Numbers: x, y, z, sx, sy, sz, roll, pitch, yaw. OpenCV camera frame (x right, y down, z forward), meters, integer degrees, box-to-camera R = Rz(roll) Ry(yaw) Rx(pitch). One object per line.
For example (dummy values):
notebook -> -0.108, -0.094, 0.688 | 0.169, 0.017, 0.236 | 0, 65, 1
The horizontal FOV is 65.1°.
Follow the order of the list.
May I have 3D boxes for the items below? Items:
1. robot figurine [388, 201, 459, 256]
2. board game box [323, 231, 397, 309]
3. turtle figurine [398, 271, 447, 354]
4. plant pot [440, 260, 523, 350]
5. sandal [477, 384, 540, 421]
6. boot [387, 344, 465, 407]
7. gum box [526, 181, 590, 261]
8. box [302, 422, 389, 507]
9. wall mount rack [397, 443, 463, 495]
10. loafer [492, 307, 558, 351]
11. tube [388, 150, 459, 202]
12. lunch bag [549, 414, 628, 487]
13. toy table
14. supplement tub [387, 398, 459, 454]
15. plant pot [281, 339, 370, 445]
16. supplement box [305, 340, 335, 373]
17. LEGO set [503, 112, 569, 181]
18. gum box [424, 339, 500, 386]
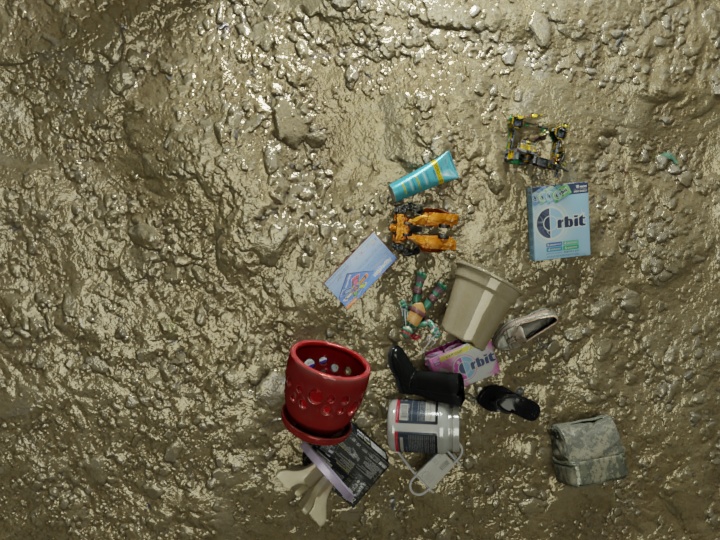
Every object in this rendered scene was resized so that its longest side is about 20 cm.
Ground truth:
robot figurine -> 0.171, -0.111, 1.557 | 0.193, 0.058, 0.150 | 4, 96, -6
board game box -> 0.000, 0.000, 1.576 | 0.200, 0.019, 0.103 | -45, 97, 2
turtle figurine -> 0.158, 0.116, 1.564 | 0.147, 0.100, 0.204 | 29, 79, -21
plant pot -> 0.309, 0.103, 1.515 | 0.196, 0.200, 0.188 | 26, 89, -7
sandal -> 0.438, 0.388, 1.647 | 0.194, 0.043, 0.078 | 15, 96, -6
boot -> 0.181, 0.284, 1.534 | 0.066, 0.196, 0.168 | -47, 129, -37
gum box -> 0.559, -0.139, 1.593 | 0.164, 0.045, 0.207 | -6, 98, -4
box -> -0.042, 0.534, 1.604 | 0.199, 0.086, 0.165 | 41, 93, -8
wall mount rack -> 0.194, 0.540, 1.635 | 0.200, 0.075, 0.174 | -44, 101, 0
loafer -> 0.472, 0.170, 1.614 | 0.196, 0.063, 0.073 | -29, 99, -1
tube -> 0.172, -0.251, 1.550 | 0.196, 0.050, 0.079 | -26, 106, -7
lunch bag -> 0.657, 0.518, 1.635 | 0.193, 0.139, 0.173 | -7, 81, -7
toy table -> -0.121, 0.562, 1.480 | 0.117, 0.184, 0.201 | -42, 86, -13
supplement tub -> 0.176, 0.432, 1.563 | 0.193, 0.140, 0.145 | 0, 97, 11
plant pot -> -0.090, 0.285, 1.316 | 0.195, 0.201, 0.188 | 16, 104, -6
supplement box -> -0.116, 0.273, 1.509 | 0.099, 0.200, 0.106 | -20, 100, -1
LEGO set -> 0.484, -0.344, 1.524 | 0.195, 0.116, 0.158 | 19, 95, -7
gum box -> 0.285, 0.263, 1.608 | 0.195, 0.066, 0.116 | -22, 99, -2
